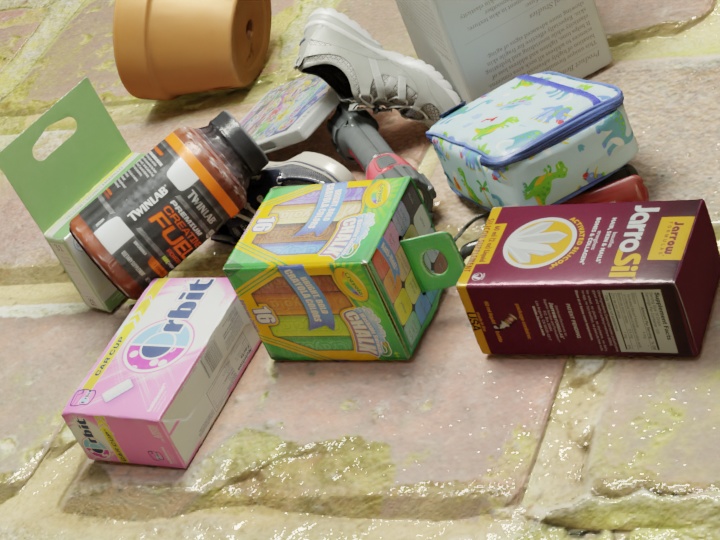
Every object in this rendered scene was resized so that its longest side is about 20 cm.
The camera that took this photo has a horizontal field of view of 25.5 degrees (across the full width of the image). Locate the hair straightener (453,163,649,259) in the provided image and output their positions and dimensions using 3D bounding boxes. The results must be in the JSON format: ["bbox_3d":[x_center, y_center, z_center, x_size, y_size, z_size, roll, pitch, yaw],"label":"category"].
[{"bbox_3d":[0.173,-0.050,1.512,0.199,0.041,0.077,-25,20,10],"label":"hair straightener"}]

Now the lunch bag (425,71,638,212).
[{"bbox_3d":[0.166,-0.127,1.536,0.160,0.083,0.200,-27,20,-10],"label":"lunch bag"}]

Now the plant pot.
[{"bbox_3d":[-0.195,-0.301,1.931,0.139,0.201,0.201,8,45,16],"label":"plant pot"}]

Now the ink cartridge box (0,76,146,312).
[{"bbox_3d":[-0.274,-0.079,1.668,0.048,0.201,0.146,11,48,43],"label":"ink cartridge box"}]

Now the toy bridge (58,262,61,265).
[{"bbox_3d":[-0.261,-0.071,1.788,0.200,0.027,0.067,-41,21,-13],"label":"toy bridge"}]

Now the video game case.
[{"bbox_3d":[-0.082,-0.176,1.777,0.199,0.018,0.143,-12,32,52],"label":"video game case"}]

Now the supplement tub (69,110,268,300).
[{"bbox_3d":[-0.188,-0.071,1.602,0.200,0.107,0.107,-42,37,-3],"label":"supplement tub"}]

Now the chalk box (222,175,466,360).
[{"bbox_3d":[0.000,0.000,1.467,0.199,0.125,0.124,-2,40,31],"label":"chalk box"}]

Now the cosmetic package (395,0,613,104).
[{"bbox_3d":[0.138,-0.291,1.690,0.167,0.201,0.166,-29,36,-6],"label":"cosmetic package"}]

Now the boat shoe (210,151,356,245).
[{"bbox_3d":[-0.088,-0.066,1.649,0.199,0.075,0.093,0,46,53],"label":"boat shoe"}]

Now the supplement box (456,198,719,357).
[{"bbox_3d":[0.198,0.007,1.370,0.199,0.086,0.111,-1,41,30],"label":"supplement box"}]

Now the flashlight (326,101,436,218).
[{"bbox_3d":[0.017,-0.107,1.651,0.068,0.068,0.200,-57,29,13],"label":"flashlight"}]

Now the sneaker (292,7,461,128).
[{"bbox_3d":[0.017,-0.191,1.683,0.082,0.199,0.075,-62,4,-23],"label":"sneaker"}]

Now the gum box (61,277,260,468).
[{"bbox_3d":[-0.179,0.088,1.510,0.113,0.066,0.200,1,42,30],"label":"gum box"}]
